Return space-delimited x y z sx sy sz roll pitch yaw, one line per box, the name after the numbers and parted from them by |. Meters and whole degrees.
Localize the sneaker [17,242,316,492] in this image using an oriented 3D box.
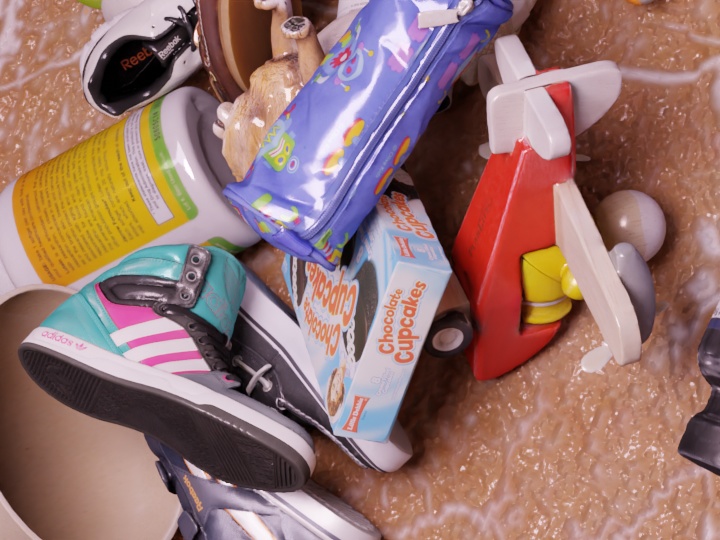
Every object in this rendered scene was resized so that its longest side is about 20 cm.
-0.091 0.049 1.393 0.200 0.084 0.121 23 58 22 | sneaker

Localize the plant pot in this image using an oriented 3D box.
-0.244 0.131 1.492 0.200 0.187 0.188 -26 62 34 | plant pot

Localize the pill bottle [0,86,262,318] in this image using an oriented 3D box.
-0.167 -0.028 1.524 0.200 0.111 0.111 -27 62 19 | pill bottle

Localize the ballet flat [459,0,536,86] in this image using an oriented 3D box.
0.097 -0.211 1.462 0.062 0.067 0.200 2 72 19 | ballet flat

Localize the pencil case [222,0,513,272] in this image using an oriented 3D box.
0.007 -0.095 1.306 0.200 0.078 0.087 -55 18 5 | pencil case

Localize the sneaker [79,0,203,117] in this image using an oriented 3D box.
-0.099 -0.164 1.500 0.200 0.074 0.080 -40 15 15 | sneaker

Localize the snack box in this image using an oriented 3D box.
0.000 0.000 1.383 0.200 0.037 0.116 -111 36 -59 | snack box

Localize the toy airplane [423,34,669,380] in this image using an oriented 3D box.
0.115 -0.039 1.346 0.199 0.141 0.201 166 106 -67 | toy airplane

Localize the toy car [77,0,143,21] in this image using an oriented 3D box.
-0.139 -0.262 1.564 0.200 0.150 0.175 -35 60 15 | toy car

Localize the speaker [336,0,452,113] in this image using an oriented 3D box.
0.028 -0.201 1.490 0.081 0.081 0.201 -3 72 29 | speaker

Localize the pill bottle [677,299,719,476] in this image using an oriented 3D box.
0.251 0.026 1.268 0.112 0.112 0.200 23 86 33 | pill bottle

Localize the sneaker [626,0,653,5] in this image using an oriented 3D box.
0.218 -0.247 1.405 0.092 0.076 0.200 24 87 29 | sneaker

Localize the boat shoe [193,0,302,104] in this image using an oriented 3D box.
-0.070 -0.133 1.454 0.070 0.200 0.070 24 64 27 | boat shoe

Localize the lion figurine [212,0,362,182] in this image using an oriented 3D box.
-0.003 -0.133 1.391 0.200 0.123 0.072 -33 47 -17 | lion figurine

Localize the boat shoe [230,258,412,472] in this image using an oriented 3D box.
-0.046 0.071 1.443 0.068 0.074 0.199 -48 56 3 | boat shoe

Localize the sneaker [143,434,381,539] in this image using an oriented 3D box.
-0.085 0.136 1.434 0.200 0.078 0.080 37 97 26 | sneaker
